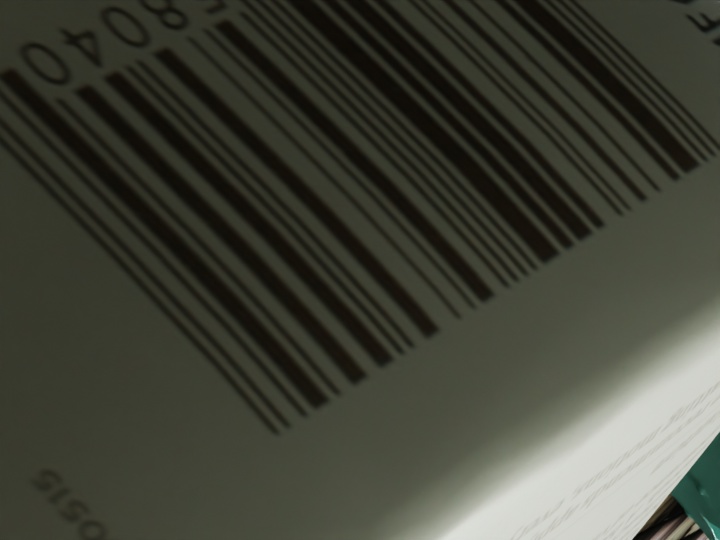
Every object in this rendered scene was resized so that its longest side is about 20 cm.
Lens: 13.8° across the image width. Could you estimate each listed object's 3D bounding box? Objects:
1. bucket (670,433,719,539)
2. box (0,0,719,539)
[{"bbox_3d":[0.199,0.022,1.454,0.207,0.135,0.207,-41,168,-11],"label":"bucket"},{"bbox_3d":[-0.066,0.002,0.460,0.199,0.200,0.171,-31,160,-46],"label":"box"}]
